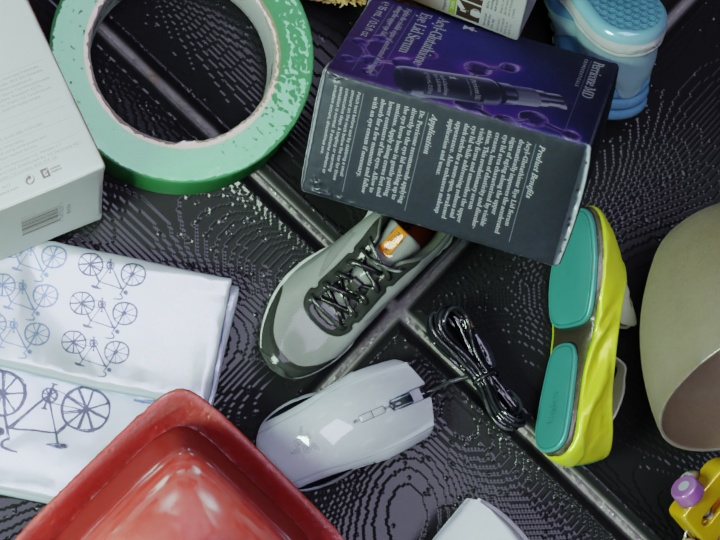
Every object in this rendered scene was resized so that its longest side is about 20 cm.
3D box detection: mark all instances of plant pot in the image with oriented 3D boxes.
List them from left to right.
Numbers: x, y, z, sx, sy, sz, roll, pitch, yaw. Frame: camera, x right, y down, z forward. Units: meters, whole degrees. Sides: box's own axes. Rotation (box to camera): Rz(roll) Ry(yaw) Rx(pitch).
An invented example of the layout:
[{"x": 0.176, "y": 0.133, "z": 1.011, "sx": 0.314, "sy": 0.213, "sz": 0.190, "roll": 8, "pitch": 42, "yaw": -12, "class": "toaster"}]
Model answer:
[{"x": 0.290, "y": 0.027, "z": 1.483, "sx": 0.200, "sy": 0.200, "sz": 0.135, "roll": -16, "pitch": 58, "yaw": -12, "class": "plant pot"}]

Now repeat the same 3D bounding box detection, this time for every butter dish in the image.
[{"x": -0.124, "y": 0.211, "z": 1.377, "sx": 0.199, "sy": 0.148, "sz": 0.200, "roll": -45, "pitch": 93, "yaw": -8, "class": "butter dish"}]

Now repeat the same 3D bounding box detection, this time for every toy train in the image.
[{"x": 0.289, "y": 0.203, "z": 1.511, "sx": 0.200, "sy": 0.056, "sz": 0.150, "roll": -23, "pitch": 111, "yaw": -23, "class": "toy train"}]

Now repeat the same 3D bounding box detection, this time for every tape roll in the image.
[{"x": -0.137, "y": -0.160, "z": 1.501, "sx": 0.200, "sy": 0.048, "sz": 0.201, "roll": 2, "pitch": 79, "yaw": -9, "class": "tape roll"}]

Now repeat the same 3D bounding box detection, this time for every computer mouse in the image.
[{"x": 0.018, "y": 0.107, "z": 1.482, "sx": 0.200, "sy": 0.044, "sz": 0.110, "roll": -25, "pitch": 86, "yaw": -13, "class": "computer mouse"}]

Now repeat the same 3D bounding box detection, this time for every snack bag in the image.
[{"x": -0.200, "y": 0.084, "z": 1.461, "sx": 0.188, "sy": 0.021, "sz": 0.200, "roll": 13, "pitch": 78, "yaw": -8, "class": "snack bag"}]

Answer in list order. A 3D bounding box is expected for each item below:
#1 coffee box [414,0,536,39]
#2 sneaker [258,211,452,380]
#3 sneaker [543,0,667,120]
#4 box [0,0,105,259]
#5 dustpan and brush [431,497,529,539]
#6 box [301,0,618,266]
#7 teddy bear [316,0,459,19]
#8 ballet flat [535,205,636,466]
[{"x": 0.048, "y": -0.267, "z": 1.460, "sx": 0.200, "sy": 0.080, "sz": 0.113, "roll": 21, "pitch": 63, "yaw": 7, "class": "coffee box"}, {"x": 0.000, "y": 0.000, "z": 1.481, "sx": 0.074, "sy": 0.079, "sz": 0.200, "roll": 45, "pitch": 78, "yaw": -2, "class": "sneaker"}, {"x": 0.167, "y": -0.195, "z": 1.548, "sx": 0.080, "sy": 0.131, "sz": 0.200, "roll": -13, "pitch": 46, "yaw": -14, "class": "sneaker"}, {"x": -0.268, "y": -0.125, "z": 1.424, "sx": 0.097, "sy": 0.124, "sz": 0.200, "roll": -24, "pitch": 80, "yaw": -14, "class": "box"}, {"x": 0.116, "y": 0.281, "z": 1.470, "sx": 0.200, "sy": 0.057, "sz": 0.140, "roll": 40, "pitch": 88, "yaw": 5, "class": "dustpan and brush"}, {"x": 0.075, "y": -0.105, "z": 1.438, "sx": 0.200, "sy": 0.148, "sz": 0.104, "roll": 16, "pitch": 122, "yaw": 6, "class": "box"}, {"x": 0.007, "y": -0.254, "z": 1.540, "sx": 0.200, "sy": 0.067, "sz": 0.145, "roll": 33, "pitch": 67, "yaw": 4, "class": "teddy bear"}, {"x": 0.178, "y": 0.053, "z": 1.516, "sx": 0.067, "sy": 0.067, "sz": 0.200, "roll": 13, "pitch": 80, "yaw": -29, "class": "ballet flat"}]
